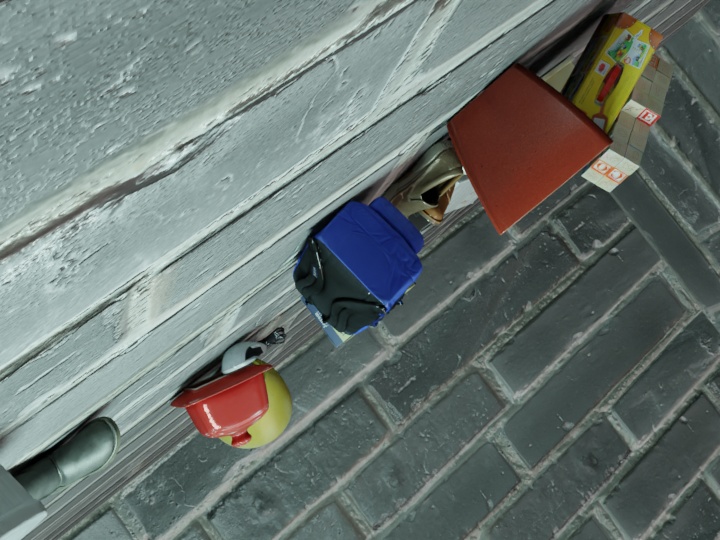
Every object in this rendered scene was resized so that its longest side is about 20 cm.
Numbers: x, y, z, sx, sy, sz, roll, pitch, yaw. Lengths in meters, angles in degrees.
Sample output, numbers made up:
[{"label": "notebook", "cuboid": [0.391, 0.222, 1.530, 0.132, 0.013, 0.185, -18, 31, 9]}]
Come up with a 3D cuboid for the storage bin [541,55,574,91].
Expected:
[{"label": "storage bin", "cuboid": [0.321, -0.278, 1.655, 0.199, 0.094, 0.199, -38, 176, -23]}]

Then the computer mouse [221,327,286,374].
[{"label": "computer mouse", "cuboid": [-0.228, 0.161, 1.765, 0.108, 0.045, 0.200, -23, -179, 15]}]

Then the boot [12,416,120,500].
[{"label": "boot", "cuboid": [-0.440, 0.283, 1.187, 0.181, 0.073, 0.200, -42, 168, 14]}]

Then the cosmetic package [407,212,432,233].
[{"label": "cosmetic package", "cuboid": [0.035, -0.052, 1.583, 0.200, 0.090, 0.107, -46, 175, 32]}]

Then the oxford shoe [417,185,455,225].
[{"label": "oxford shoe", "cuboid": [0.135, -0.143, 1.541, 0.071, 0.071, 0.201, -49, -170, 27]}]

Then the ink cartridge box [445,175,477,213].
[{"label": "ink cartridge box", "cuboid": [0.213, -0.180, 1.852, 0.198, 0.051, 0.161, -25, 167, -42]}]

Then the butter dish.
[{"label": "butter dish", "cuboid": [-0.262, 0.281, 1.749, 0.197, 0.150, 0.199, -23, -178, -23]}]

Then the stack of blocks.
[{"label": "stack of blocks", "cuboid": [0.434, -0.243, 1.413, 0.203, 0.058, 0.115, -65, -175, -28]}]

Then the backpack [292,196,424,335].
[{"label": "backpack", "cuboid": [0.000, 0.000, 1.314, 0.167, 0.163, 0.200, -40, 176, -29]}]

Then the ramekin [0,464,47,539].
[{"label": "ramekin", "cuboid": [-0.440, 0.282, 0.913, 0.201, 0.095, 0.202, -39, 176, -3]}]

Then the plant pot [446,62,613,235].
[{"label": "plant pot", "cuboid": [0.235, -0.188, 1.293, 0.199, 0.177, 0.200, -40, 176, 12]}]

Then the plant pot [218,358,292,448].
[{"label": "plant pot", "cuboid": [-0.255, 0.274, 1.955, 0.199, 0.199, 0.143, -36, 151, -24]}]

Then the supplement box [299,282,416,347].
[{"label": "supplement box", "cuboid": [-0.001, 0.045, 1.917, 0.199, 0.135, 0.200, -40, 176, 10]}]

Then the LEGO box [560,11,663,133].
[{"label": "LEGO box", "cuboid": [0.391, -0.308, 1.418, 0.203, 0.076, 0.149, -62, -176, 14]}]

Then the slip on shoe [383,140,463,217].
[{"label": "slip on shoe", "cuboid": [0.100, -0.125, 1.409, 0.075, 0.061, 0.200, -5, 150, -43]}]
